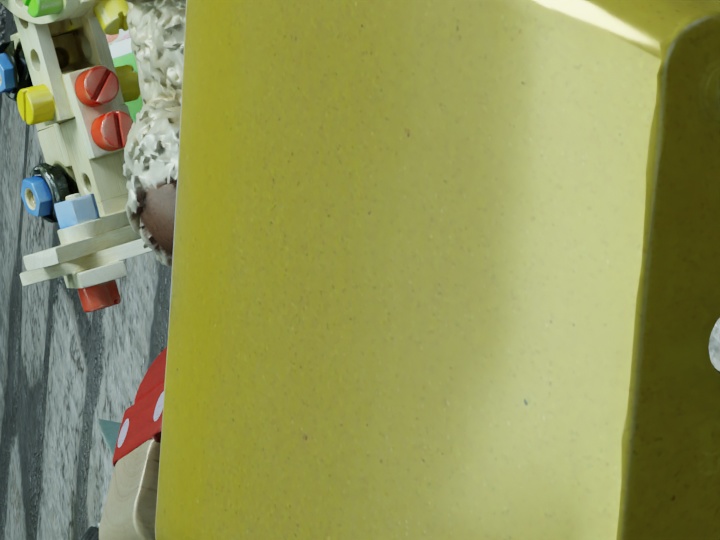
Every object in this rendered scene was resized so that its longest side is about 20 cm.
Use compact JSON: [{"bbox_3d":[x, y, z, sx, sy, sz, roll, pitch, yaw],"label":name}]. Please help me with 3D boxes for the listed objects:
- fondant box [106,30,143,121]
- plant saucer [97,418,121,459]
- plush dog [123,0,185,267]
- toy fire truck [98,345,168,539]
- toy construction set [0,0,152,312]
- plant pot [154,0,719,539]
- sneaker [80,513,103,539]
[{"bbox_3d":[-0.060,-0.102,1.056,0.200,0.058,0.144,-11,74,34],"label":"fondant box"},{"bbox_3d":[-0.078,0.159,1.157,0.201,0.039,0.201,60,175,9],"label":"plant saucer"},{"bbox_3d":[-0.009,-0.103,0.876,0.160,0.172,0.200,-24,-74,-80],"label":"plush dog"},{"bbox_3d":[0.013,0.040,0.800,0.129,0.176,0.200,143,142,-62],"label":"toy fire truck"},{"bbox_3d":[-0.125,-0.079,0.979,0.131,0.092,0.200,-10,83,58],"label":"toy construction set"},{"bbox_3d":[0.078,-0.002,0.531,0.176,0.200,0.200,20,109,61],"label":"plant pot"},{"bbox_3d":[-0.119,0.146,1.314,0.200,0.074,0.087,-59,-19,-24],"label":"sneaker"}]
